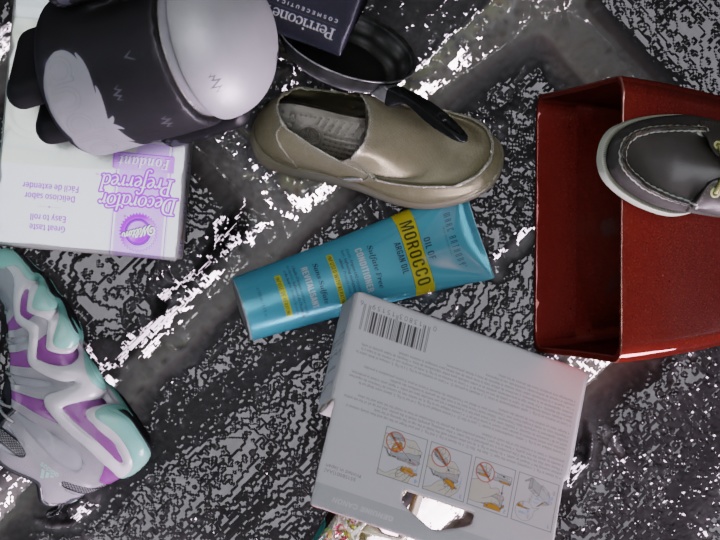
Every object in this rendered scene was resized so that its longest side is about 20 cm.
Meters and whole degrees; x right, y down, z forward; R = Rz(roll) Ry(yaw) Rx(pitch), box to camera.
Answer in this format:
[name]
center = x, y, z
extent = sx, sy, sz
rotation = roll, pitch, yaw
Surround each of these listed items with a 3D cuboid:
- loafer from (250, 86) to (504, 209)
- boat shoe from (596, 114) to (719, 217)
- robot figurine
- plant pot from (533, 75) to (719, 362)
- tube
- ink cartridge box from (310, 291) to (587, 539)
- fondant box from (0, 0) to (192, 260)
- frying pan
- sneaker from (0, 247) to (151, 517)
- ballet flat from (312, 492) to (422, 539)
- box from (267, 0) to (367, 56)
[loafer]
center = 0.013, -0.097, 1.660
extent = 0.198, 0.068, 0.076
rotation = 5, 71, -1
[boat shoe]
center = 0.261, -0.069, 1.501
extent = 0.199, 0.060, 0.072
rotation = 8, 87, -23
[robot figurine]
center = -0.156, -0.156, 1.566
extent = 0.198, 0.150, 0.126
rotation = -13, 87, 23
[plant pot]
center = 0.243, -0.035, 1.621
extent = 0.174, 0.200, 0.202
rotation = 1, 90, -13
[tube]
center = 0.000, 0.000, 1.684
extent = 0.198, 0.050, 0.078
rotation = -19, 96, -7
[ink cartridge box]
center = 0.064, 0.129, 1.634
extent = 0.198, 0.044, 0.175
rotation = 20, 66, -13
[fondant box]
center = -0.201, -0.114, 1.669
extent = 0.143, 0.058, 0.202
rotation = 5, 91, -2
[frying pan]
center = 0.019, -0.151, 1.645
extent = 0.189, 0.115, 0.031
rotation = 32, 123, 14
[sneaker]
center = -0.265, 0.096, 1.658
extent = 0.139, 0.078, 0.201
rotation = -32, 91, -2
[ballet flat]
center = 0.001, 0.202, 1.665
extent = 0.064, 0.076, 0.201
rotation = 31, 91, 13
[box]
center = -0.065, -0.297, 1.605
extent = 0.195, 0.118, 0.201
rotation = 20, 119, -1
